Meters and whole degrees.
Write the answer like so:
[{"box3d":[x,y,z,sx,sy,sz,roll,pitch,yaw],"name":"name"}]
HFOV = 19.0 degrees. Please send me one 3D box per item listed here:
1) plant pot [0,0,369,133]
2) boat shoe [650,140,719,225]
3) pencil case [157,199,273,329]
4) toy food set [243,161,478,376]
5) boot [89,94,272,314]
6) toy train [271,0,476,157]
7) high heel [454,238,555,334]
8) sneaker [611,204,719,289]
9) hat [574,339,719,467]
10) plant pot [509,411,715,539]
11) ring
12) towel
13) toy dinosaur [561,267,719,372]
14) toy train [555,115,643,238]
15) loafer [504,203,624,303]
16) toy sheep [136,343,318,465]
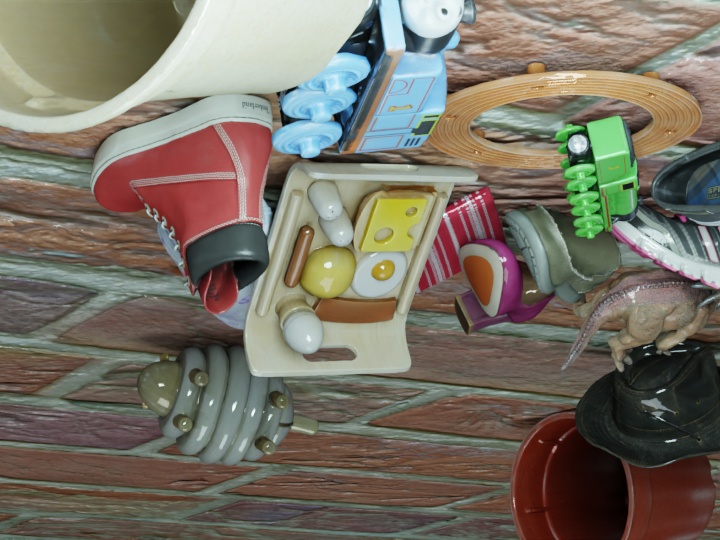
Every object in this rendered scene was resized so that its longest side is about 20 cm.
[{"box3d":[-0.093,-0.160,1.046,0.199,0.202,0.183,-10,173,30],"name":"plant pot"},{"box3d":[0.289,-0.075,1.582,0.066,0.070,0.200,7,171,-31],"name":"boat shoe"},{"box3d":[-0.101,-0.013,1.743,0.090,0.084,0.200,1,165,9],"name":"pencil case"},{"box3d":[0.000,0.000,1.669,0.143,0.061,0.201,-1,131,-25],"name":"toy food set"},{"box3d":[-0.133,-0.033,1.554,0.072,0.145,0.200,8,164,-36],"name":"boot"},{"box3d":[0.003,-0.133,1.319,0.114,0.087,0.200,-7,164,-12],"name":"toy train"},{"box3d":[0.133,0.000,1.799,0.096,0.068,0.200,-23,171,-9],"name":"high heel"},{"box3d":[0.296,-0.029,1.745,0.199,0.088,0.074,21,-177,2],"name":"sneaker"},{"box3d":[0.319,0.118,2.232,0.199,0.201,0.081,-6,120,4],"name":"hat"},{"box3d":[0.321,0.272,2.650,0.195,0.202,0.200,1,167,-43],"name":"plant pot"},{"box3d":[0.142,-0.110,1.525,0.199,0.019,0.201,-1,166,0],"name":"ring"},{"box3d":[0.024,-0.003,1.777,0.199,0.023,0.145,-26,162,1],"name":"towel"},{"box3d":[0.260,0.023,1.837,0.199,0.086,0.136,-14,169,-21],"name":"toy dinosaur"},{"box3d":[0.177,-0.067,1.579,0.056,0.042,0.200,-14,165,5],"name":"toy train"},{"box3d":[0.172,-0.023,1.774,0.069,0.076,0.200,-28,168,11],"name":"loafer"},{"box3d":[-0.136,0.140,2.218,0.199,0.139,0.138,21,159,-16],"name":"toy sheep"}]
